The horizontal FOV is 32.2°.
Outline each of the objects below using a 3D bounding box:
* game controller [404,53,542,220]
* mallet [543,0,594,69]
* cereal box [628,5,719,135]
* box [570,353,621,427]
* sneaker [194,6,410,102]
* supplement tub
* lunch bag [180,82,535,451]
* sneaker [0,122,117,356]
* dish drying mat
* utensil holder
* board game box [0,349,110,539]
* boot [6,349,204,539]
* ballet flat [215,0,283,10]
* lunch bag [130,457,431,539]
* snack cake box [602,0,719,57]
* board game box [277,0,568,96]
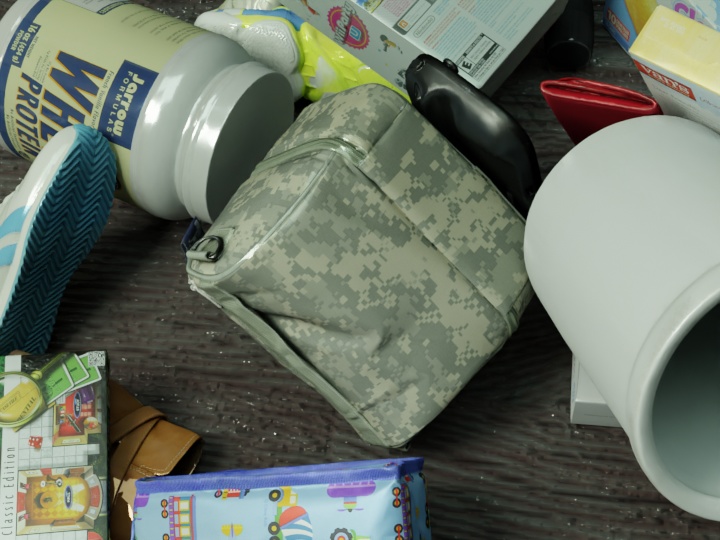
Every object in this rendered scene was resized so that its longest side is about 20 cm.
[{"bbox_3d":[0.086,-0.072,0.859,0.104,0.200,0.042,33,79,24],"label":"game controller"},{"bbox_3d":[0.097,-0.222,1.016,0.200,0.041,0.066,17,59,-4],"label":"mallet"},{"bbox_3d":[0.261,-0.087,0.800,0.144,0.200,0.040,34,90,29],"label":"cereal box"},{"bbox_3d":[0.231,0.016,0.883,0.156,0.041,0.200,4,58,6],"label":"box"},{"bbox_3d":[-0.031,-0.186,1.014,0.200,0.076,0.105,17,50,-3],"label":"sneaker"},{"bbox_3d":[-0.166,-0.124,0.943,0.200,0.145,0.145,23,63,18],"label":"supplement tub"},{"bbox_3d":[0.000,0.000,0.819,0.139,0.200,0.168,-8,42,55],"label":"lunch bag"},{"bbox_3d":[-0.242,-0.019,0.880,0.081,0.076,0.200,35,104,25],"label":"sneaker"},{"bbox_3d":[0.179,-0.100,0.871,0.077,0.200,0.018,14,87,19],"label":"dish drying mat"},{"bbox_3d":[0.199,0.016,0.724,0.170,0.170,0.200,-16,31,-5],"label":"utensil holder"},{"bbox_3d":[-0.208,0.145,0.778,0.105,0.023,0.200,-5,60,-4],"label":"board game box"},{"bbox_3d":[-0.209,0.158,0.825,0.155,0.077,0.200,23,56,13],"label":"boot"},{"bbox_3d":[-0.056,-0.231,1.046,0.200,0.069,0.070,-24,60,-10],"label":"ballet flat"},{"bbox_3d":[-0.059,0.197,0.752,0.200,0.094,0.151,-6,84,11],"label":"lunch bag"},{"bbox_3d":[0.272,-0.178,0.956,0.067,0.115,0.200,-25,59,-10],"label":"snack cake box"},{"bbox_3d":[0.044,-0.225,0.958,0.200,0.064,0.148,37,66,8],"label":"board game box"}]
